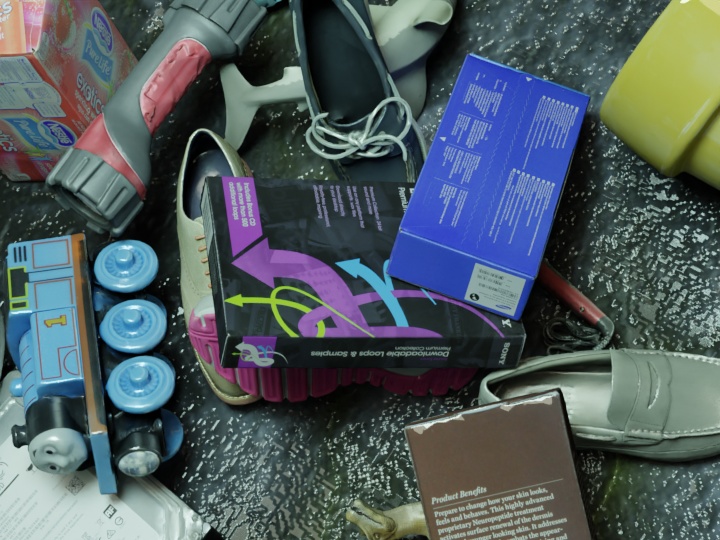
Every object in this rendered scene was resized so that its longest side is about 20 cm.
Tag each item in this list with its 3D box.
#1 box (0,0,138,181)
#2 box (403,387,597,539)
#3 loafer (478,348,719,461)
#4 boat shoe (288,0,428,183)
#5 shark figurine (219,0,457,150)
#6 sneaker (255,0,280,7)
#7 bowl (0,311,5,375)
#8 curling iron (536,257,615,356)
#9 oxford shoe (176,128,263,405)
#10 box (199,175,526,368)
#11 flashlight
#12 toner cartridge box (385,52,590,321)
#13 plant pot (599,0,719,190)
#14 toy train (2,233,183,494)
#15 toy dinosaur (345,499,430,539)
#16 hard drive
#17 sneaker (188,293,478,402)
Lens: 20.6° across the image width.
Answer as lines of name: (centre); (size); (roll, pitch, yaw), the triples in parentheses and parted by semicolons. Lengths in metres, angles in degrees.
box: (-0.235, -0.147, 1.420); (0.102, 0.200, 0.096); (1, 67, 15)
box: (0.099, 0.181, 1.227); (0.099, 0.075, 0.202); (-13, 88, 8)
loafer: (0.175, 0.085, 1.289); (0.198, 0.070, 0.071); (-5, 66, 12)
boat shoe: (-0.001, -0.111, 1.363); (0.074, 0.062, 0.202); (-10, 109, 13)
shark figurine: (0.002, -0.138, 1.430); (0.213, 0.090, 0.128); (-30, 29, -8)
sneaker: (-0.030, -0.240, 1.480); (0.200, 0.074, 0.082); (-39, 61, -4)
bowl: (-0.307, 0.056, 1.362); (0.107, 0.200, 0.202); (7, 69, 5)
curling iron: (0.104, -0.004, 1.370); (0.049, 0.026, 0.200); (-37, 63, -7)
oxford shoe: (-0.102, -0.004, 1.395); (0.070, 0.074, 0.202); (-15, 65, 5)
box: (0.000, 0.000, 1.301); (0.198, 0.036, 0.144); (1, 47, -15)
flashlight: (-0.139, -0.119, 1.401); (0.201, 0.068, 0.068); (-54, 31, -17)
toner cartridge box: (0.089, -0.060, 1.328); (0.094, 0.043, 0.201); (21, 44, 2)
plant pot: (0.289, -0.116, 1.289); (0.189, 0.201, 0.201); (41, 81, 10)
toy train: (-0.186, 0.061, 1.362); (0.113, 0.087, 0.201); (-9, 49, -5)
toy dinosaur: (0.094, 0.170, 1.292); (0.198, 0.058, 0.102); (21, 90, 8)
hard drive: (-0.211, 0.174, 1.367); (0.200, 0.038, 0.140); (37, 80, 26)
sneaker: (-0.019, 0.033, 1.349); (0.198, 0.082, 0.089); (3, 46, -9)
